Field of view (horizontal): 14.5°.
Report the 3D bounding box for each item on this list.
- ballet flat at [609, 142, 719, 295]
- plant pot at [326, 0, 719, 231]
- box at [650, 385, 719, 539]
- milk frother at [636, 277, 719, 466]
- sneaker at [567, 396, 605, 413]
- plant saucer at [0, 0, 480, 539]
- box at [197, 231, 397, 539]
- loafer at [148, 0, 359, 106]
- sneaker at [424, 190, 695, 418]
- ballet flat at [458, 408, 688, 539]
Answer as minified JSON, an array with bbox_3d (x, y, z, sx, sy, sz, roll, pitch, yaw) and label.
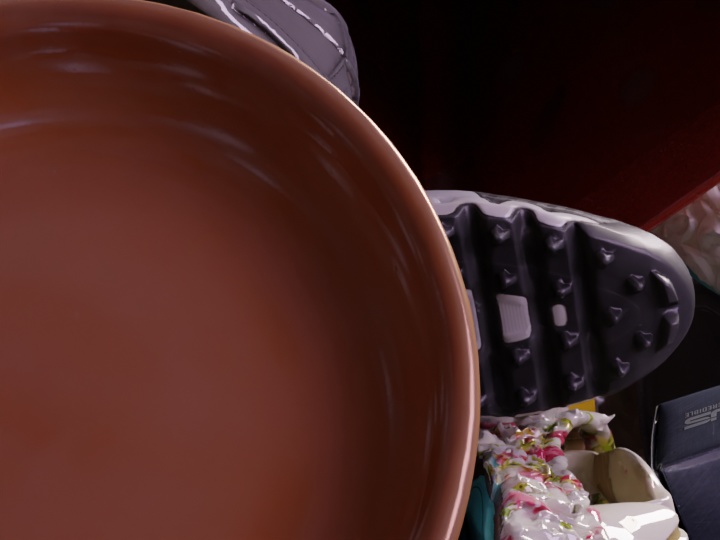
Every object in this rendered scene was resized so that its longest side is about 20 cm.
[{"bbox_3d":[0.166,-0.003,0.924,0.200,0.072,0.072,43,28,28],"label":"ballet flat"},{"bbox_3d":[0.028,-0.126,0.938,0.200,0.200,0.177,37,32,-30],"label":"plant pot"},{"bbox_3d":[0.206,0.087,0.852,0.051,0.199,0.158,-73,143,-67],"label":"box"},{"bbox_3d":[0.201,0.081,1.052,0.187,0.180,0.201,-9,102,-19],"label":"milk frother"},{"bbox_3d":[0.031,0.101,0.899,0.090,0.070,0.201,2,72,-15],"label":"sneaker"},{"bbox_3d":[-0.072,0.036,0.622,0.037,0.199,0.201,69,10,-67],"label":"plant saucer"},{"bbox_3d":[0.008,0.112,0.687,0.160,0.044,0.201,75,3,-67],"label":"box"},{"bbox_3d":[-0.092,-0.080,0.809,0.199,0.070,0.070,18,24,-13],"label":"loafer"},{"bbox_3d":[0.000,0.000,0.827,0.091,0.199,0.067,-63,147,-64],"label":"sneaker"},{"bbox_3d":[0.058,0.075,0.776,0.200,0.064,0.076,-102,-177,-73],"label":"ballet flat"}]
